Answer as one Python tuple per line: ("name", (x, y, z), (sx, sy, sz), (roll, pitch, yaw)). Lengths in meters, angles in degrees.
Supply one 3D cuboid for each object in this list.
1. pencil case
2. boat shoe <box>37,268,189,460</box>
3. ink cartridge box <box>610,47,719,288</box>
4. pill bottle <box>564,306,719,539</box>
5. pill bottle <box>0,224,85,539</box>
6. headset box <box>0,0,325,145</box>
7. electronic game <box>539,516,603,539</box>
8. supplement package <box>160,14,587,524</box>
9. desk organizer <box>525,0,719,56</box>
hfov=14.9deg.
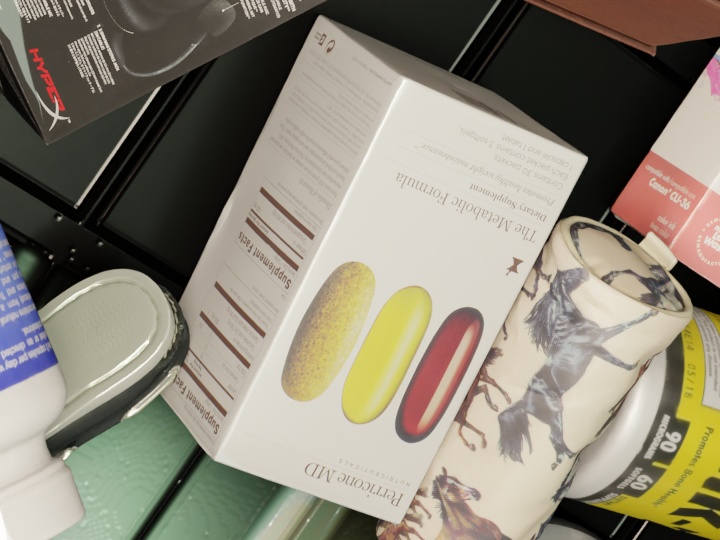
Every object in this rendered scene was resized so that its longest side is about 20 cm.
("pencil case", (0.084, 0.071, 1.324), (0.078, 0.089, 0.200), (34, 107, 12))
("boat shoe", (-0.170, 0.071, 1.294), (0.200, 0.076, 0.060), (-25, 160, 4))
("ink cartridge box", (0.237, -0.077, 1.411), (0.116, 0.067, 0.200), (30, 96, -30))
("pill bottle", (0.190, 0.083, 1.429), (0.200, 0.114, 0.115), (17, 103, -28))
("pill bottle", (-0.196, 0.032, 1.204), (0.112, 0.112, 0.200), (-23, 93, -14))
("headset box", (-0.090, -0.172, 1.227), (0.200, 0.077, 0.149), (-29, 119, -11))
("electronic game", (0.061, 0.216, 1.466), (0.200, 0.042, 0.200), (-12, 123, -20))
("supplement package", (0.000, 0.000, 1.315), (0.114, 0.110, 0.200), (21, 101, -28))
("desk organizer", (0.104, -0.165, 1.274), (0.200, 0.077, 0.072), (17, 75, -43))
